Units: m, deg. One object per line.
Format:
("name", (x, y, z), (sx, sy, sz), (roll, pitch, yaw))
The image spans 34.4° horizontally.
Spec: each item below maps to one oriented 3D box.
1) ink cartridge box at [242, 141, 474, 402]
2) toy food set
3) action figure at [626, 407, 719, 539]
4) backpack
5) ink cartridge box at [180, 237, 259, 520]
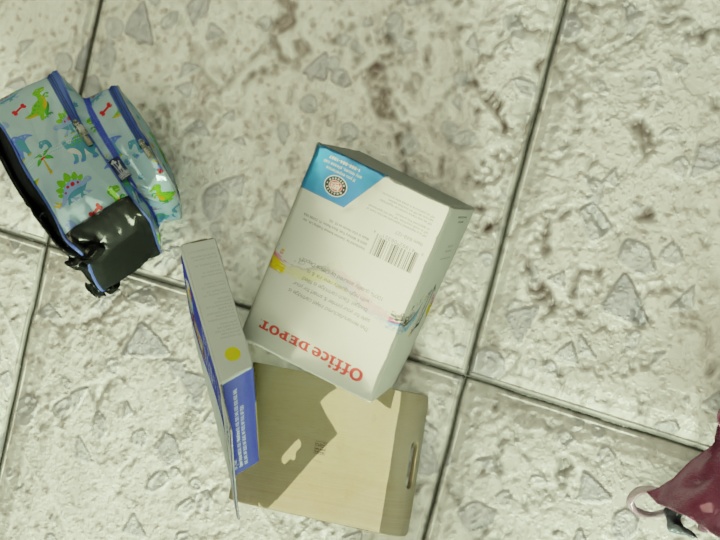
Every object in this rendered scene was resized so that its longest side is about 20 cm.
("ink cartridge box", (0.000, 0.000, 1.143), (0.146, 0.145, 0.203), (26, 99, 11))
("toy food set", (-0.035, 0.184, 1.214), (0.196, 0.060, 0.146), (9, 84, 12))
("action figure", (0.364, 0.163, 1.105), (0.148, 0.133, 0.203), (9, 81, 55))
("backpack", (-0.277, -0.104, 1.195), (0.146, 0.183, 0.201), (-35, 80, -10))
("ink cartridge box", (-0.127, 0.106, 1.123), (0.046, 0.199, 0.202), (-14, 58, -13))
